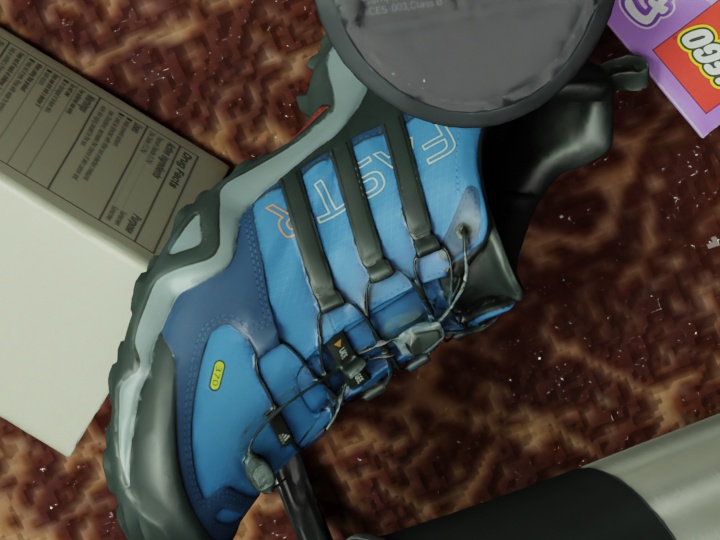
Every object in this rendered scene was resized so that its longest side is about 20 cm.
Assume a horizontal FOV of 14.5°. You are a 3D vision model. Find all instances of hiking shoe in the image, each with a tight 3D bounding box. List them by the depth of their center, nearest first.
[{"bbox_3d":[0.000,0.000,0.812,0.086,0.200,0.074,17,155,33],"label":"hiking shoe"}]

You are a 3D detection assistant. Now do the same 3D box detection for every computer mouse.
[{"bbox_3d":[0.027,-0.142,0.790,0.138,0.053,0.201,-4,103,-1],"label":"computer mouse"}]

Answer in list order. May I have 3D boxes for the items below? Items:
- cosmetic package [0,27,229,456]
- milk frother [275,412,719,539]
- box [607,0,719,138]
[{"bbox_3d":[-0.148,-0.040,0.863,0.200,0.104,0.073,32,113,-6],"label":"cosmetic package"},{"bbox_3d":[0.070,0.075,0.879,0.188,0.180,0.201,-18,80,-23],"label":"milk frother"},{"bbox_3d":[0.092,-0.157,0.824,0.137,0.039,0.200,-37,104,19],"label":"box"}]
